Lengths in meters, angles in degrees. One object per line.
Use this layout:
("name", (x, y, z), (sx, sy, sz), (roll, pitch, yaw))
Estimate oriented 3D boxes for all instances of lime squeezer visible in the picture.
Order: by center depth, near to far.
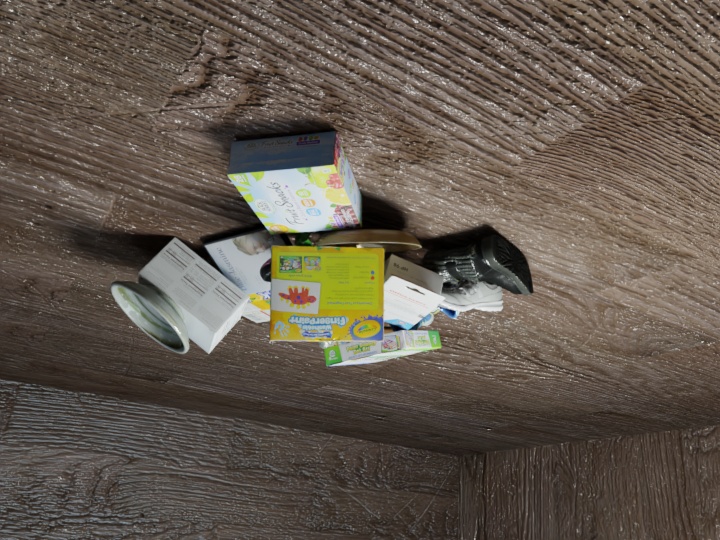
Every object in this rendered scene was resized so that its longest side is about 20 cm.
("lime squeezer", (-0.096, -0.057, 1.193), (0.070, 0.038, 0.200), (14, 149, 22))

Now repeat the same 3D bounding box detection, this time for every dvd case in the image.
("dvd case", (-0.211, -0.019, 1.255), (0.199, 0.018, 0.143), (-11, 121, 32))

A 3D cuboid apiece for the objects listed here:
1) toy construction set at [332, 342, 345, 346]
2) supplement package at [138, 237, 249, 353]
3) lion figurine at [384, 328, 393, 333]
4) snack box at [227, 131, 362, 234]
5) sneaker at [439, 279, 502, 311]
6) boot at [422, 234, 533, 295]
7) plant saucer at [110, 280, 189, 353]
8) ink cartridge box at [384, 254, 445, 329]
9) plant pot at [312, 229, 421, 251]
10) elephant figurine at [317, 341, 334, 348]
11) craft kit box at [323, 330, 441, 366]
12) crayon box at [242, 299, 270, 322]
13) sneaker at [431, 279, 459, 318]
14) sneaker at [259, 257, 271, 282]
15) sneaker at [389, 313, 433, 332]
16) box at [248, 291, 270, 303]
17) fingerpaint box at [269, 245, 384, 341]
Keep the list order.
("toy construction set", (-0.028, 0.134, 1.577), (0.131, 0.092, 0.200), (20, 141, -32))
("supplement package", (-0.358, 0.057, 1.317), (0.200, 0.111, 0.156), (39, 151, 0))
("lion figurine", (0.060, 0.185, 1.708), (0.199, 0.073, 0.123), (-6, 145, -12))
("snack box", (-0.097, -0.134, 0.999), (0.168, 0.068, 0.200), (-3, 155, 11))
("sneaker", (0.217, 0.041, 1.306), (0.199, 0.082, 0.075), (2, -174, -34))
("boot", (0.237, 0.001, 1.234), (0.157, 0.080, 0.211), (-18, 143, 36))
("plant saucer", (-0.413, 0.083, 1.250), (0.200, 0.050, 0.200), (27, 148, 19))
("ink cartridge box", (0.084, 0.039, 1.200), (0.115, 0.067, 0.200), (23, 153, -9))
("plant pot", (0.012, -0.054, 1.130), (0.199, 0.028, 0.200), (0, 176, 0))
("elephant figurine", (-0.105, 0.101, 1.399), (0.141, 0.156, 0.200), (-30, -165, -23))
("craft kit box", (0.053, 0.173, 1.381), (0.197, 0.049, 0.200), (-13, 168, 27))
("crayon box", (-0.211, 0.075, 1.508), (0.199, 0.052, 0.126), (-9, 153, 29))
("sneaker", (0.145, 0.047, 1.349), (0.199, 0.083, 0.074), (17, 155, -23))
("sneaker", (-0.089, 0.016, 1.166), (0.199, 0.096, 0.079), (-2, 158, -7))
("sneaker", (0.115, 0.121, 1.490), (0.076, 0.105, 0.200), (-13, 151, 32))
("box", (-0.211, 0.019, 1.358), (0.199, 0.070, 0.064), (-13, 147, 33))
("fingerpaint box", (-0.060, 0.042, 1.104), (0.199, 0.168, 0.073), (0, 177, -7))
